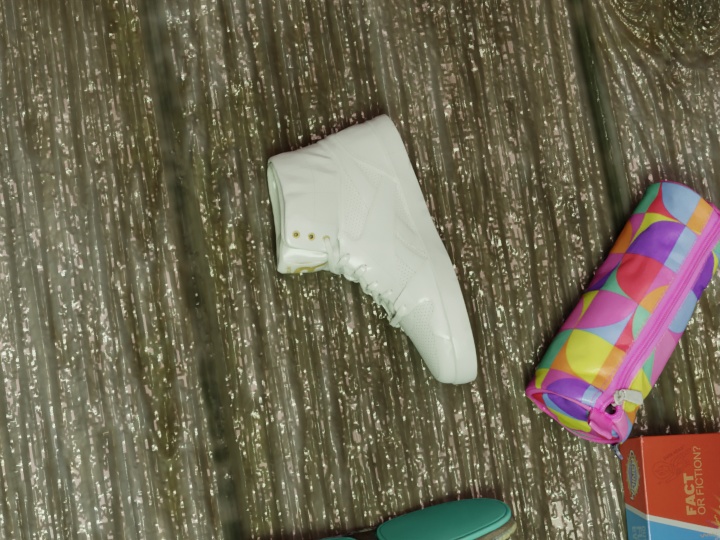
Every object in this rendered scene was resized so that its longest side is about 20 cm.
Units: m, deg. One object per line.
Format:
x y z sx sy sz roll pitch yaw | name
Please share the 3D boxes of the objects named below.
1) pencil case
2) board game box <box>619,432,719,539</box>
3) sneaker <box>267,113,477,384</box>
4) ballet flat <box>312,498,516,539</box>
0.199 0.033 1.100 0.088 0.088 0.201 33 74 -6 | pencil case
0.294 0.194 1.117 0.198 0.040 0.155 -2 81 -14 | board game box
0.000 0.000 1.066 0.115 0.074 0.202 -19 76 -15 | sneaker
0.013 0.207 1.040 0.198 0.072 0.073 -10 83 -15 | ballet flat
